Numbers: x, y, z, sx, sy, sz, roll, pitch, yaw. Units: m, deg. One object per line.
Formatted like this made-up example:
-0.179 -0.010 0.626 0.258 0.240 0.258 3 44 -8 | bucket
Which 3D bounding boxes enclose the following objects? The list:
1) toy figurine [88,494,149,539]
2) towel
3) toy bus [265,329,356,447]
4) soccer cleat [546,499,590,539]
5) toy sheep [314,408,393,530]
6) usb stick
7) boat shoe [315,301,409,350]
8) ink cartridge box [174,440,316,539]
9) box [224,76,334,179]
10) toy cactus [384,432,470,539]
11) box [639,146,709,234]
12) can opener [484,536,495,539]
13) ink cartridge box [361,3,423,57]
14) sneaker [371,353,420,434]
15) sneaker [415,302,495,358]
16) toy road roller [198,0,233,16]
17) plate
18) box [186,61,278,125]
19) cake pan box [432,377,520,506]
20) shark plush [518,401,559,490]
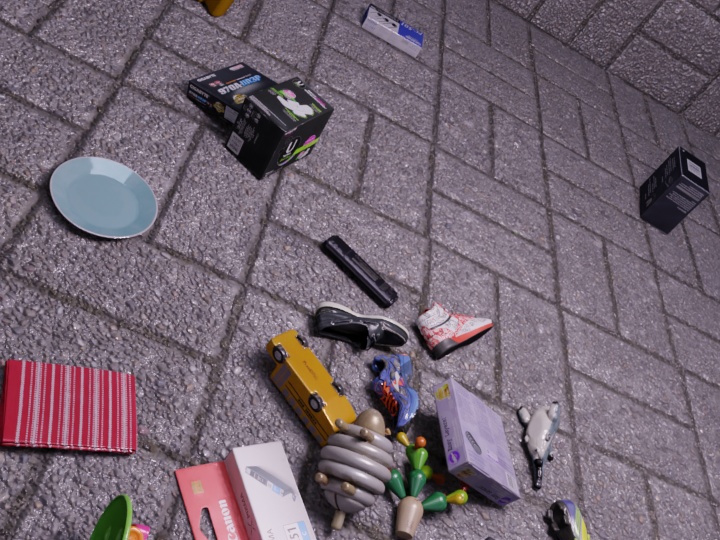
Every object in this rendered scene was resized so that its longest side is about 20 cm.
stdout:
-0.267 0.422 1.033 0.183 0.150 0.202 28 61 -25 | toy figurine
-0.435 0.205 1.179 0.198 0.023 0.146 13 44 -30 | towel
-0.093 0.205 1.390 0.065 0.078 0.201 -24 68 -45 | toy bus
0.414 0.528 1.476 0.083 0.065 0.202 17 44 -33 | soccer cleat
-0.011 0.324 1.294 0.137 0.138 0.202 28 73 -11 | toy sheep
0.000 0.000 1.693 0.200 0.033 0.055 44 33 7 | usb stick
0.003 0.123 1.545 0.197 0.075 0.067 23 44 -17 | boat shoe
-0.171 0.370 1.202 0.175 0.045 0.201 -1 53 -39 | ink cartridge box
-0.181 -0.324 1.773 0.124 0.149 0.200 42 40 9 | box
0.102 0.382 1.370 0.199 0.102 0.166 35 48 -17 | toy cactus
1.024 -0.263 2.580 0.117 0.201 0.198 31 40 -6 | box
0.278 0.549 1.353 0.200 0.064 0.078 49 40 14 | can opener
0.103 -0.757 2.482 0.198 0.044 0.095 26 43 -15 | ink cartridge box
0.060 0.233 1.487 0.077 0.076 0.201 11 30 -13 | sneaker
0.206 0.111 1.713 0.200 0.067 0.108 -19 67 -43 | sneaker
-0.359 -0.754 2.081 0.199 0.123 0.147 -18 79 -45 | toy road roller
-0.477 -0.131 1.465 0.198 0.026 0.202 20 44 -20 | plate
-0.281 -0.412 1.839 0.158 0.046 0.200 33 38 15 | box
0.220 0.323 1.479 0.200 0.052 0.186 39 32 -38 | cake pan box
0.386 0.356 1.620 0.084 0.090 0.201 54 26 -30 | shark plush
